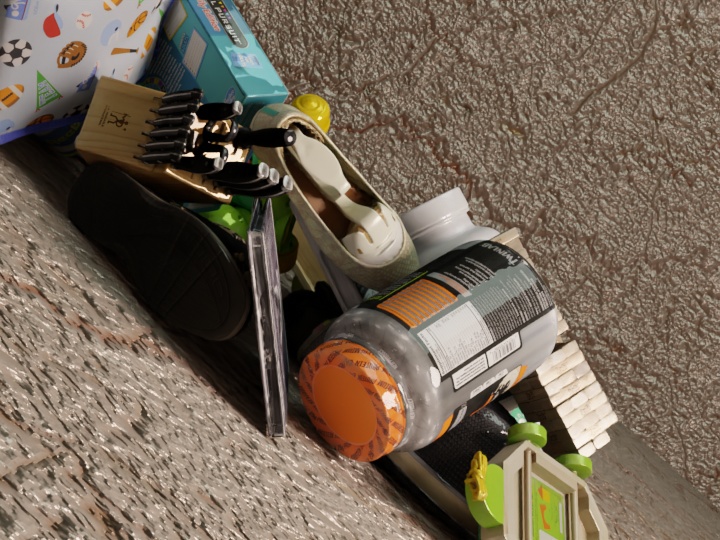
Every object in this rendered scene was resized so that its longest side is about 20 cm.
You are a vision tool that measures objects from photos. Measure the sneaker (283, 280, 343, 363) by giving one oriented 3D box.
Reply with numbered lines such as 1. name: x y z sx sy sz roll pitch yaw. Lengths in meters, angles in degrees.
1. sneaker: -0.033 0.045 1.462 0.087 0.074 0.200 46 10 -11

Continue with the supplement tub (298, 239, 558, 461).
1. supplement tub: 0.053 0.064 1.271 0.200 0.123 0.123 -29 63 -38

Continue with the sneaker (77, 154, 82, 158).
1. sneaker: -0.202 -0.119 1.479 0.200 0.091 0.078 40 3 -20

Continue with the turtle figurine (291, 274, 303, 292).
1. turtle figurine: -0.033 0.009 1.752 0.200 0.064 0.161 50 14 -1

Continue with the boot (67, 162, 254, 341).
1. boot: -0.125 -0.001 1.251 0.200 0.073 0.151 35 3 33

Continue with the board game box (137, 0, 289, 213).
1. board game box: -0.153 -0.173 1.370 0.047 0.151 0.200 -9 58 -39

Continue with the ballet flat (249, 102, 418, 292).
1. ballet flat: -0.016 -0.052 1.290 0.200 0.067 0.062 46 -13 -21

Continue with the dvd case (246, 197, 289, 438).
1. dvd case: -0.069 0.028 1.208 0.200 0.016 0.149 -97 -178 -80

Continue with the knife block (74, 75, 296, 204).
1. knife block: -0.127 -0.089 1.266 0.175 0.064 0.200 18 -11 6

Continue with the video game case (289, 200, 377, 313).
1. video game case: 0.000 0.000 1.427 0.182 0.023 0.200 64 12 -8

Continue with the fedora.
1. fedora: 0.091 0.155 1.365 0.201 0.092 0.201 40 7 -6

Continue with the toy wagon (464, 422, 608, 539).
1. toy wagon: 0.136 0.200 1.270 0.200 0.040 0.155 35 44 -39

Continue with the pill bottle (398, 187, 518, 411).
1. pill bottle: 0.099 0.030 1.459 0.200 0.112 0.112 63 7 0

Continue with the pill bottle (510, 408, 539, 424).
1. pill bottle: 0.120 0.138 1.566 0.200 0.113 0.113 40 6 -4

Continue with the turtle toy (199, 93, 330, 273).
1. turtle toy: -0.098 -0.071 1.465 0.101 0.146 0.200 15 47 4

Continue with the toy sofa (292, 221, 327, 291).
1. toy sofa: -0.025 -0.006 1.636 0.200 0.083 0.098 57 3 21

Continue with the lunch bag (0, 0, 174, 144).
1. lunch bag: -0.230 -0.210 1.255 0.200 0.170 0.124 -21 57 -41

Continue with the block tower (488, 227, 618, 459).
1. block tower: 0.147 0.066 1.379 0.058 0.054 0.200 -23 -85 60

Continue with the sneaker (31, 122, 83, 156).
1. sneaker: -0.308 -0.185 1.404 0.200 0.074 0.082 43 9 23
